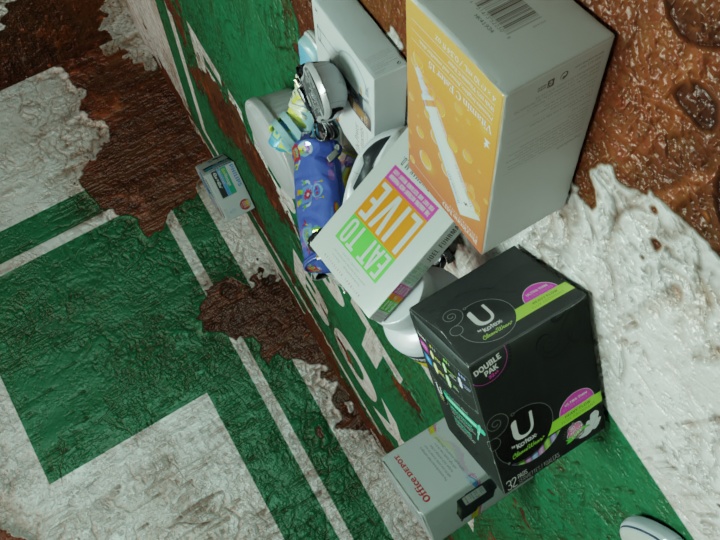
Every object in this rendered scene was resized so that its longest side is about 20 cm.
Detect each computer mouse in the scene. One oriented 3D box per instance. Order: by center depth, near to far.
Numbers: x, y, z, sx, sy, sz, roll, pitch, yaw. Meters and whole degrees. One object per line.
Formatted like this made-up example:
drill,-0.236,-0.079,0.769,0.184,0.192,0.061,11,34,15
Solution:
computer mouse,0.003,-0.101,0.891,0.044,0.201,0.109,40,-158,21
computer mouse,-0.045,-0.225,0.908,0.200,0.043,0.111,-145,34,-78

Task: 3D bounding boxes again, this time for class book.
book,0.048,-0.058,0.794,0.048,0.200,0.134,25,-161,-49

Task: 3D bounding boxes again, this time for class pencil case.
pencil case,-0.052,-0.098,1.027,0.086,0.078,0.202,-21,71,45

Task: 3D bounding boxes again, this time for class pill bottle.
pill bottle,0.097,0.063,0.865,0.200,0.112,0.112,34,-170,-44

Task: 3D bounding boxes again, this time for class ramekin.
ramekin,-0.128,-0.242,1.315,0.203,0.094,0.203,57,168,19

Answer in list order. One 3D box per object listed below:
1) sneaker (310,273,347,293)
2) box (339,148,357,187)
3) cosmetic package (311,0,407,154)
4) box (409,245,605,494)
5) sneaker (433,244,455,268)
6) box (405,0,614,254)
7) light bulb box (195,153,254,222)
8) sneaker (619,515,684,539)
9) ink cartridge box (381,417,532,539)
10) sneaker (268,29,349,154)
sneaker,0.000,0.000,1.086,0.074,0.083,0.199,14,180,-45
box,-0.029,-0.127,1.125,0.048,0.118,0.200,18,-168,-28
cosmetic package,-0.001,-0.238,0.910,0.152,0.051,0.200,59,168,23
box,0.163,0.107,0.771,0.124,0.148,0.201,44,159,54
sneaker,0.072,-0.036,0.992,0.141,0.077,0.200,64,168,-10
box,0.110,-0.130,0.581,0.125,0.097,0.201,54,166,28
light bulb box,-0.509,-0.312,2.653,0.200,0.124,0.200,39,155,63
sneaker,0.339,0.339,0.752,0.200,0.070,0.074,37,153,62
ink cartridge box,0.156,0.323,1.160,0.146,0.199,0.083,44,159,54
sneaker,-0.088,-0.247,1.055,0.080,0.130,0.201,52,165,42
